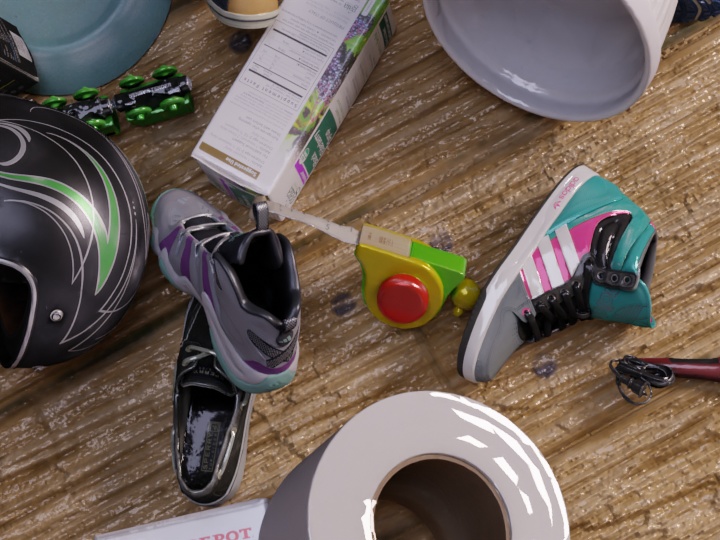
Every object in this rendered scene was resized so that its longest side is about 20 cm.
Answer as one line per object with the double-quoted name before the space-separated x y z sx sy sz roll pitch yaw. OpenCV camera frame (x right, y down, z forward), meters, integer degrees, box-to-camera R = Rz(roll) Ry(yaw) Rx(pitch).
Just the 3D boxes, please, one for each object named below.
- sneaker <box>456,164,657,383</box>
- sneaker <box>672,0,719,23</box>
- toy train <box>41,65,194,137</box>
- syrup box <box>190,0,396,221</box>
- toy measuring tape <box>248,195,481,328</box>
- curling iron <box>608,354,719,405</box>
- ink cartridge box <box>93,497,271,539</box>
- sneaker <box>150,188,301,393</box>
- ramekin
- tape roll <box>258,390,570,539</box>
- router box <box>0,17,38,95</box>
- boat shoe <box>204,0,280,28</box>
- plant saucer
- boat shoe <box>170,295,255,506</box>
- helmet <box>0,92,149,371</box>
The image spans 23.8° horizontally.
"sneaker" 0.173 0.024 1.358 0.120 0.084 0.201 30 80 24
"sneaker" 0.225 -0.278 1.432 0.199 0.077 0.086 25 76 13
"toy train" -0.237 -0.130 1.466 0.199 0.056 0.042 -15 78 3
"syrup box" -0.054 -0.150 1.434 0.081 0.079 0.201 27 80 13
"toy measuring tape" 0.000 0.000 1.382 0.199 0.074 0.074 17 78 -2
"curling iron" 0.295 0.087 1.347 0.199 0.026 0.050 2 39 5
"ink cartridge box" -0.116 0.290 1.325 0.145 0.085 0.201 -13 72 4
"sneaker" -0.097 -0.017 1.336 0.077 0.140 0.200 -22 62 -27
"ramekin" 0.160 -0.225 1.366 0.199 0.201 0.105 25 61 13
"tape roll" 0.036 0.203 1.261 0.201 0.139 0.204 6 69 -17
"router box" -0.392 -0.154 1.427 0.199 0.150 0.062 -29 74 11
"boat shoe" -0.123 -0.267 1.443 0.074 0.063 0.200 -10 33 -24
"plant saucer" -0.266 -0.255 1.514 0.199 0.036 0.201 -2 76 8
"boat shoe" -0.116 0.088 1.387 0.070 0.064 0.201 0 74 8
"helmet" -0.262 -0.027 1.375 0.190 0.200 0.201 35 82 -13
